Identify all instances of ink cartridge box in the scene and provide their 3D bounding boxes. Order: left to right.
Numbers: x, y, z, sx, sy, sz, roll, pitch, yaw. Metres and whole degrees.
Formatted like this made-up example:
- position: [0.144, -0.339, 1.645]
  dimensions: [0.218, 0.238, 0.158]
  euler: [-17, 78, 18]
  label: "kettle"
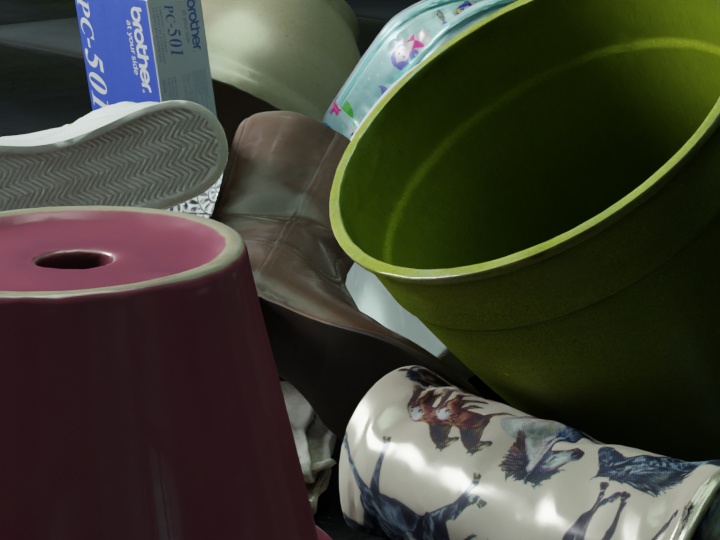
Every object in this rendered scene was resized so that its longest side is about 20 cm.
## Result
- position: [-0.136, -0.092, 1.215]
  dimensions: [0.044, 0.200, 0.094]
  euler: [-20, 25, -34]
  label: "ink cartridge box"

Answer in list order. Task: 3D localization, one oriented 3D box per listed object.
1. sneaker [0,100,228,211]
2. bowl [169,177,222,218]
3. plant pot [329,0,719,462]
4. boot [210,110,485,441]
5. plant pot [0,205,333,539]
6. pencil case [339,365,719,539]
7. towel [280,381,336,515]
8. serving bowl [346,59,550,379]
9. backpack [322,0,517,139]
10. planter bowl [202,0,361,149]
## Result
- position: [-0.168, -0.042, 0.958]
  dimensions: [0.200, 0.074, 0.116]
  euler: [-13, 6, -4]
  label: "sneaker"
- position: [-0.132, 0.010, 1.030]
  dimensions: [0.201, 0.094, 0.201]
  euler: [1, 23, -1]
  label: "bowl"
- position: [0.120, -0.001, 0.841]
  dimensions: [0.200, 0.193, 0.200]
  euler: [-25, 32, 17]
  label: "plant pot"
- position: [0.000, 0.000, 0.940]
  dimensions: [0.186, 0.064, 0.200]
  euler: [27, 31, -2]
  label: "boot"
- position: [-0.102, 0.077, 0.649]
  dimensions: [0.200, 0.179, 0.200]
  euler: [-1, 15, 0]
  label: "plant pot"
- position: [0.077, 0.096, 0.762]
  dimensions: [0.200, 0.078, 0.089]
  euler: [15, 42, 44]
  label: "pencil case"
- position: [-0.110, 0.083, 0.900]
  dimensions: [0.200, 0.034, 0.133]
  euler: [0, 15, 2]
  label: "towel"
- position: [0.051, -0.019, 1.013]
  dimensions: [0.066, 0.200, 0.200]
  euler: [19, 4, -30]
  label: "serving bowl"
- position: [0.084, -0.095, 1.162]
  dimensions: [0.178, 0.151, 0.200]
  euler: [-9, -27, -37]
  label: "backpack"
- position: [-0.078, -0.143, 1.343]
  dimensions: [0.200, 0.135, 0.200]
  euler: [18, -25, 9]
  label: "planter bowl"
